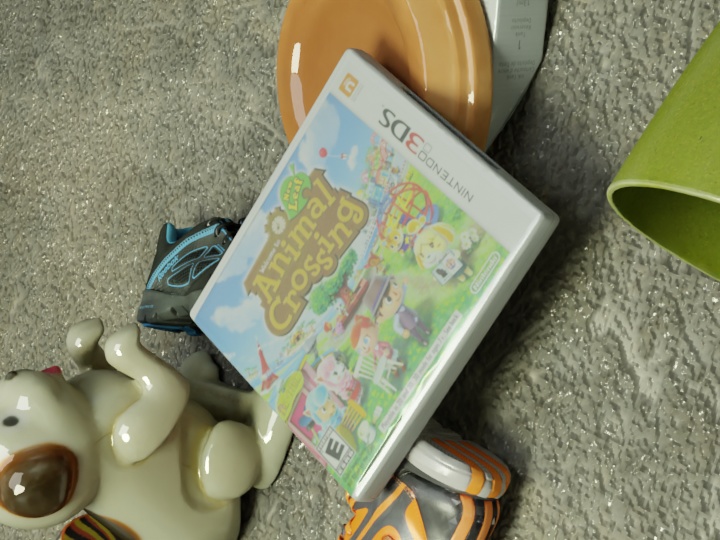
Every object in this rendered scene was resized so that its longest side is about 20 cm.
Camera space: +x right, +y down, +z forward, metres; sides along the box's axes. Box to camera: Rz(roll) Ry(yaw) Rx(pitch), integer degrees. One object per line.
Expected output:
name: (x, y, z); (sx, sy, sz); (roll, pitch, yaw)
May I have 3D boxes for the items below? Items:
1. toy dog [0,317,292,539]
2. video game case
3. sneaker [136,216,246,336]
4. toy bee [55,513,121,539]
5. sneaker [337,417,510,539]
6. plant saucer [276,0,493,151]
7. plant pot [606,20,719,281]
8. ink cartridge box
toy dog: (-0.174, 0.124, 1.150); (0.139, 0.199, 0.195); (24, 100, 51)
video game case: (0.000, 0.000, 0.995); (0.182, 0.022, 0.200); (44, 111, 35)
sneaker: (-0.091, -0.001, 1.178); (0.200, 0.073, 0.082); (-4, 77, 49)
toy bee: (-0.191, 0.250, 1.216); (0.200, 0.108, 0.131); (34, 106, 49)
sneaker: (-0.002, 0.131, 1.036); (0.200, 0.077, 0.112); (32, 105, 49)
plant saucer: (0.005, -0.119, 1.064); (0.200, 0.037, 0.201); (14, 107, 51)
plant pot: (0.234, -0.084, 0.744); (0.187, 0.187, 0.201); (20, 82, 51)
ink cartridge box: (0.046, -0.121, 1.079); (0.160, 0.047, 0.201); (25, 117, 50)
